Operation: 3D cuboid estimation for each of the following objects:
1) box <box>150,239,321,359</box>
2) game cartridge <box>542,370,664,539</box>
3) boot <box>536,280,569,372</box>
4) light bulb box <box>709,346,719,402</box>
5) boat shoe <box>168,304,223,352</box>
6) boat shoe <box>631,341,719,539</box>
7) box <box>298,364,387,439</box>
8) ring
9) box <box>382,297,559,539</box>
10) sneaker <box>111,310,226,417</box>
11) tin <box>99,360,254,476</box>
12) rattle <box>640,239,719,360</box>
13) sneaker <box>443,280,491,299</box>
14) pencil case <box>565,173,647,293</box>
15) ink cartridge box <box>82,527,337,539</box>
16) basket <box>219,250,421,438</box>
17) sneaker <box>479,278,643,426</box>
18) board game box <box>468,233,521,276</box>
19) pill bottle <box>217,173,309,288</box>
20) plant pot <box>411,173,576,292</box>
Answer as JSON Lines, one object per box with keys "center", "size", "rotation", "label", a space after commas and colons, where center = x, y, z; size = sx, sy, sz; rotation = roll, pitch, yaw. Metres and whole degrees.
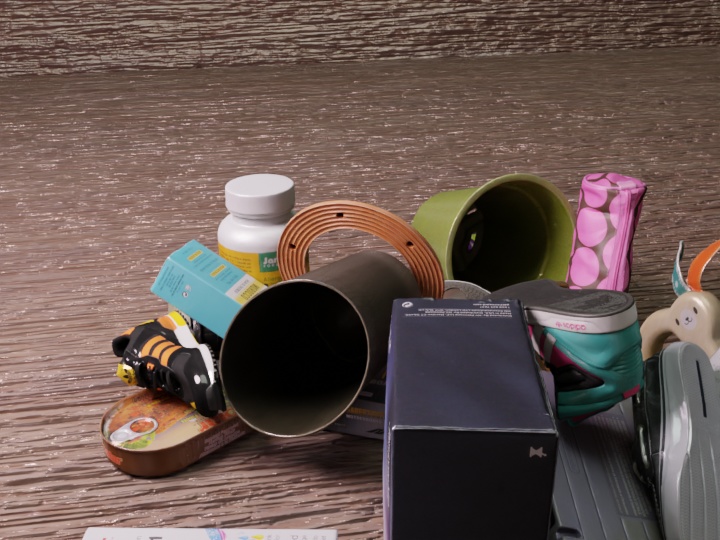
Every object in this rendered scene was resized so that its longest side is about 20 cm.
{"center": [-0.133, 0.046, 0.981], "size": [0.199, 0.049, 0.082], "rotation": [33, 20, 0], "label": "box"}
{"center": [0.209, 0.177, 0.759], "size": [0.129, 0.039, 0.201], "rotation": [16, 37, -16], "label": "game cartridge"}
{"center": [0.197, 0.100, 0.897], "size": [0.199, 0.077, 0.156], "rotation": [-21, 66, -47], "label": "boot"}
{"center": [0.417, 0.119, 0.732], "size": [0.125, 0.200, 0.198], "rotation": [37, 5, -32], "label": "light bulb box"}
{"center": [-0.213, 0.046, 1.103], "size": [0.063, 0.074, 0.201], "rotation": [0, 24, -21], "label": "boat shoe"}
{"center": [0.270, 0.161, 0.730], "size": [0.072, 0.071, 0.201], "rotation": [25, 55, -20], "label": "boat shoe"}
{"center": [0.050, 0.125, 0.944], "size": [0.199, 0.049, 0.158], "rotation": [8, 26, 17], "label": "box"}
{"center": [0.000, 0.000, 0.980], "size": [0.199, 0.201, 0.019], "rotation": [7, 42, 17], "label": "ring"}
{"center": [0.079, 0.154, 0.697], "size": [0.122, 0.201, 0.199], "rotation": [0, 24, 1], "label": "box"}
{"center": [-0.204, 0.107, 0.891], "size": [0.090, 0.070, 0.200], "rotation": [-17, 24, -21], "label": "sneaker"}
{"center": [-0.176, 0.152, 0.906], "size": [0.199, 0.042, 0.112], "rotation": [-22, 28, -39], "label": "tin"}
{"center": [0.298, 0.072, 0.866], "size": [0.142, 0.201, 0.130], "rotation": [-5, 25, -9], "label": "rattle"}
{"center": [0.154, 0.071, 1.024], "size": [0.199, 0.085, 0.073], "rotation": [13, 57, 16], "label": "sneaker"}
{"center": [0.307, -0.020, 1.071], "size": [0.090, 0.202, 0.094], "rotation": [5, 9, 4], "label": "pencil case"}
{"center": [-0.116, 0.262, 0.607], "size": [0.198, 0.085, 0.145], "rotation": [-1, 25, 2], "label": "ink cartridge box"}
{"center": [-0.024, 0.058, 0.870], "size": [0.136, 0.180, 0.200], "rotation": [49, 28, 5], "label": "basket"}
{"center": [0.186, 0.077, 0.780], "size": [0.083, 0.122, 0.200], "rotation": [-20, 12, -19], "label": "sneaker"}
{"center": [0.248, -0.019, 1.276], "size": [0.119, 0.032, 0.200], "rotation": [-16, 29, -20], "label": "board game box"}
{"center": [-0.118, -0.012, 1.064], "size": [0.112, 0.201, 0.113], "rotation": [-1, 24, 0], "label": "pill bottle"}
{"center": [0.161, -0.039, 1.164], "size": [0.199, 0.202, 0.190], "rotation": [-10, 15, -20], "label": "plant pot"}
